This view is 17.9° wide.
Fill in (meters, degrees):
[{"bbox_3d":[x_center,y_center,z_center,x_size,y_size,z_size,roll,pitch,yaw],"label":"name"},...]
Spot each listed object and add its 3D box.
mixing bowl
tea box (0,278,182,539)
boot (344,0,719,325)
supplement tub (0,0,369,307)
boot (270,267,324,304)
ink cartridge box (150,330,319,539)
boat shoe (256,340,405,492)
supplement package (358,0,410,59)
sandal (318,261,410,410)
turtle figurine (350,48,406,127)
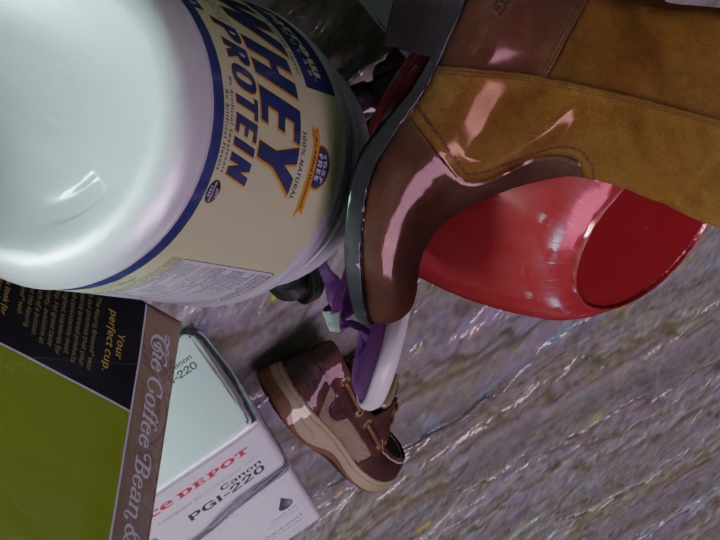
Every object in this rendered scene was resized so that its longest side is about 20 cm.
[{"bbox_3d":[0.108,-0.051,1.131,0.200,0.108,0.200,-30,144,-25],"label":"mixing bowl"},{"bbox_3d":[-0.203,0.087,1.026,0.197,0.200,0.134,31,140,-32],"label":"tea box"},{"bbox_3d":[0.101,-0.043,1.032,0.068,0.200,0.189,-55,159,-78],"label":"boot"},{"bbox_3d":[-0.091,-0.058,1.024,0.145,0.145,0.200,-44,160,16],"label":"supplement tub"},{"bbox_3d":[-0.121,-0.002,1.291,0.174,0.069,0.200,-31,150,0],"label":"boot"},{"bbox_3d":[-0.122,0.140,1.492,0.146,0.085,0.200,-34,153,-5],"label":"ink cartridge box"},{"bbox_3d":[-0.001,0.096,1.586,0.072,0.072,0.200,-37,148,5],"label":"boat shoe"},{"bbox_3d":[0.052,-0.211,1.082,0.156,0.111,0.200,-34,154,-7],"label":"supplement package"},{"bbox_3d":[-0.002,0.006,1.309,0.050,0.203,0.083,11,125,-6],"label":"sandal"},{"bbox_3d":[0.037,-0.082,1.287,0.200,0.149,0.101,-59,147,-46],"label":"turtle figurine"}]
